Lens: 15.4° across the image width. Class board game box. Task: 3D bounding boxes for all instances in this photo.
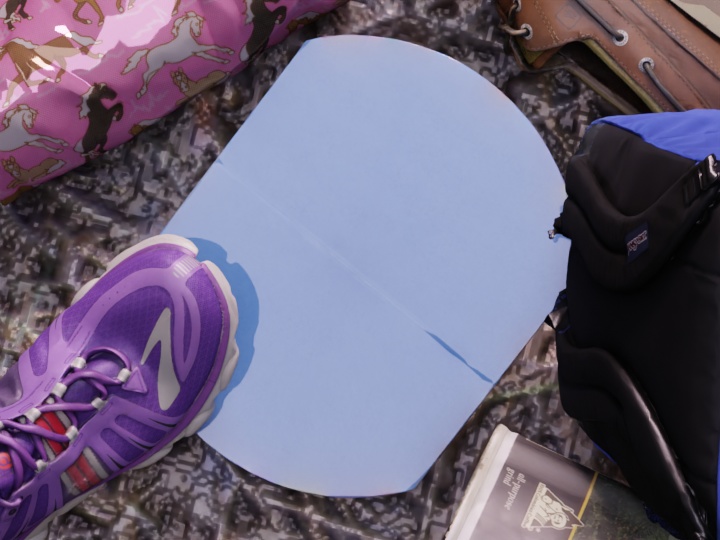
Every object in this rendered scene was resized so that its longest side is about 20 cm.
[{"bbox_3d":[0.000,0.000,1.174,0.158,0.039,0.200,38,94,5],"label":"board game box"}]

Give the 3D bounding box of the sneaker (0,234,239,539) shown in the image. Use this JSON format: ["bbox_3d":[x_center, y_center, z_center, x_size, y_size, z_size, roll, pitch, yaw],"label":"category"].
[{"bbox_3d":[-0.131,0.070,1.132,0.081,0.083,0.200,45,99,6],"label":"sneaker"}]

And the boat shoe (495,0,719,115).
[{"bbox_3d":[0.090,-0.120,1.165,0.199,0.072,0.068,33,85,6],"label":"boat shoe"}]

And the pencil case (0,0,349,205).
[{"bbox_3d":[-0.101,-0.112,1.170,0.199,0.083,0.087,-30,127,-1],"label":"pencil case"}]

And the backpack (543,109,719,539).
[{"bbox_3d":[0.166,0.022,1.066,0.167,0.200,0.164,3,100,-18],"label":"backpack"}]

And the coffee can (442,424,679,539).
[{"bbox_3d":[0.117,0.171,1.095,0.199,0.146,0.147,24,85,5],"label":"coffee can"}]
